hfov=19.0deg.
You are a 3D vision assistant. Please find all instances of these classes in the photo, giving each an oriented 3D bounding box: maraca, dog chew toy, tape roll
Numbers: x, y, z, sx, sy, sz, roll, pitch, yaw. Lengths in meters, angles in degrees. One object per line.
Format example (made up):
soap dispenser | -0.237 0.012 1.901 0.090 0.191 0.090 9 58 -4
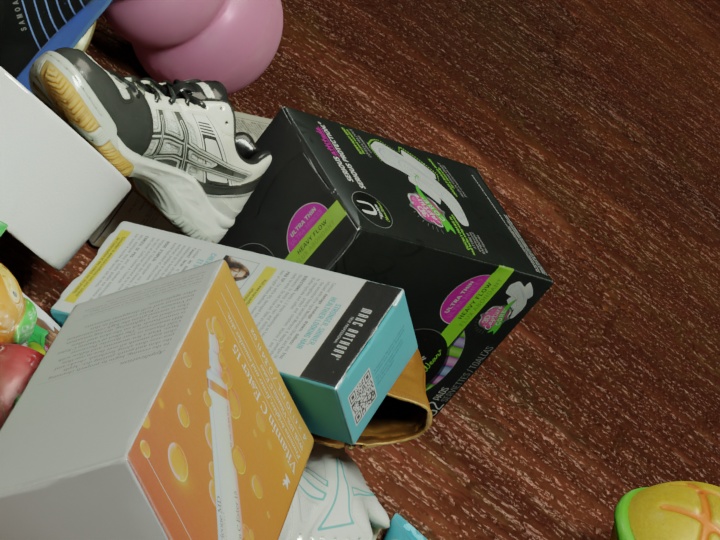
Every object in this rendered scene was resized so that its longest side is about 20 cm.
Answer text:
maraca | 0.251 0.210 1.507 0.200 0.107 0.137 15 39 -43
dog chew toy | -0.145 -0.216 1.652 0.200 0.124 0.125 40 13 -52
tape roll | -0.234 -0.089 1.292 0.202 0.071 0.202 39 -5 4

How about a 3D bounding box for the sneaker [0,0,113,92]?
sneaker | -0.208 -0.199 1.469 0.078 0.200 0.070 39 14 -11

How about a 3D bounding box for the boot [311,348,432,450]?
boot | -0.059 0.053 1.298 0.200 0.071 0.144 4 23 -7

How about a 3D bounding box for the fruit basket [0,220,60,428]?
fruit basket | -0.203 0.044 1.165 0.200 0.094 0.185 39 22 -8

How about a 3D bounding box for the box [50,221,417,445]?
box | -0.074 0.033 1.247 0.199 0.049 0.082 14 50 28

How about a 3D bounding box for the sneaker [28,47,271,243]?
sneaker | -0.128 -0.096 1.345 0.076 0.088 0.200 40 -3 37

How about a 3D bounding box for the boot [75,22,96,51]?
boot | -0.280 -0.218 1.567 0.154 0.072 0.200 23 22 -34

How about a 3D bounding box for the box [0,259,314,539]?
box | -0.108 0.103 1.101 0.200 0.097 0.125 -70 139 -60

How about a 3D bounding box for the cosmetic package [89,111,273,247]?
cosmetic package | -0.119 -0.064 1.513 0.200 0.073 0.104 11 35 -49

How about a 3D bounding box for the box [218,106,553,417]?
box | 0.000 0.000 1.472 0.200 0.149 0.124 15 33 -44

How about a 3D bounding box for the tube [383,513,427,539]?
tube | 0.025 0.201 1.277 0.077 0.050 0.200 47 18 2

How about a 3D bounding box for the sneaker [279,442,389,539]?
sneaker | -0.035 0.149 1.247 0.080 0.070 0.200 44 23 7
